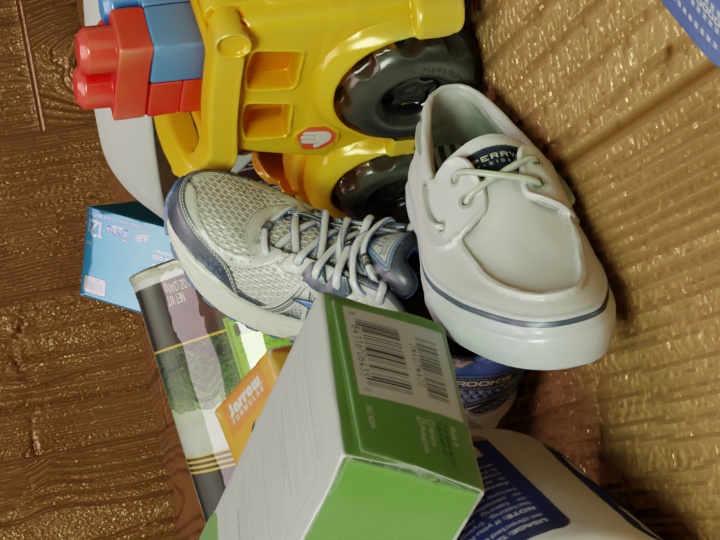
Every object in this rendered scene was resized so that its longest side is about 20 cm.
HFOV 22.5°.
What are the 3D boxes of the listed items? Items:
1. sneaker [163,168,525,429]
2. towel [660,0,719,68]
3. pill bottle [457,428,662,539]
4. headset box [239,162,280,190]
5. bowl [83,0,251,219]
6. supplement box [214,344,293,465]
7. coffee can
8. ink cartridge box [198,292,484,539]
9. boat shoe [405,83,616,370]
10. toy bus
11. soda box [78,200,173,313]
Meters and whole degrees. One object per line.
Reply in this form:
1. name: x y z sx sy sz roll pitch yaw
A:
1. sneaker: 0.000 0.000 0.880 0.077 0.200 0.085 -62 4 -36
2. towel: 0.104 -0.181 0.570 0.200 0.024 0.145 91 161 -46
3. pill bottle: 0.075 0.147 0.718 0.200 0.119 0.120 -139 40 -71
4. headset box: -0.076 -0.075 1.316 0.149 0.077 0.201 143 114 -76
5. bowl: -0.091 -0.154 1.052 0.075 0.200 0.200 26 140 21
6. supplement box: -0.002 0.134 0.884 0.067 0.069 0.200 -50 52 39
7. coffee can: -0.035 0.078 1.040 0.146 0.146 0.200 157 96 -77
8. ink cartridge box: -0.023 0.120 0.745 0.104 0.059 0.200 -101 32 -54
9. boat shoe: 0.054 -0.025 0.782 0.200 0.073 0.067 -125 27 -62
10. toy bus: -0.052 -0.103 0.918 0.200 0.192 0.136 102 153 -57
11. soda box: -0.090 0.004 1.194 0.200 0.068 0.064 16 105 34
